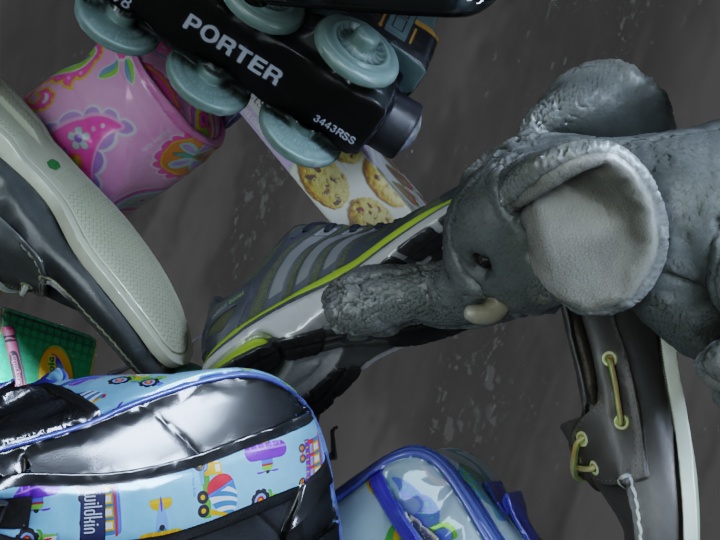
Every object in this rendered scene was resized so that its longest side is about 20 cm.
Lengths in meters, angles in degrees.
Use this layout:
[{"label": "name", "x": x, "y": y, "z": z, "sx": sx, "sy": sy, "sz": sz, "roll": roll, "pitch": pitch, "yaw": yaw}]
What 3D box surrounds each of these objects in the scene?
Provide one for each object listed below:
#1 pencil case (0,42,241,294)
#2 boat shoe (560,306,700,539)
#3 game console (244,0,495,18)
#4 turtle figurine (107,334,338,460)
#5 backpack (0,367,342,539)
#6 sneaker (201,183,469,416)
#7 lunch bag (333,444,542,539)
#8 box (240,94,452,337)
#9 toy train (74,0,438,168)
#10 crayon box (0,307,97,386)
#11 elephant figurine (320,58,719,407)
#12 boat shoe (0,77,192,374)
[{"label": "pencil case", "x": -0.166, "y": -0.054, "z": 1.257, "sx": 0.200, "sy": 0.087, "sz": 0.087, "roll": -34, "pitch": 75, "yaw": 18}, {"label": "boat shoe", "x": 0.125, "y": 0.069, "z": 1.120, "sx": 0.061, "sy": 0.072, "sz": 0.201, "roll": -4, "pitch": 77, "yaw": -2}, {"label": "game console", "x": 0.006, "y": -0.214, "z": 1.111, "sx": 0.176, "sy": 0.200, "sz": 0.116, "roll": 7, "pitch": 124, "yaw": 23}, {"label": "turtle figurine", "x": -0.108, "y": 0.110, "z": 1.215, "sx": 0.150, "sy": 0.101, "sz": 0.200, "roll": 34, "pitch": 106, "yaw": 22}, {"label": "backpack", "x": -0.114, "y": 0.127, "z": 1.085, "sx": 0.135, "sy": 0.200, "sz": 0.183, "roll": 16, "pitch": 121, "yaw": 55}, {"label": "sneaker", "x": 0.000, "y": 0.000, "z": 1.140, "sx": 0.200, "sy": 0.074, "sz": 0.081, "roll": -29, "pitch": 43, "yaw": 11}, {"label": "lunch bag", "x": 0.036, "y": 0.194, "z": 1.154, "sx": 0.161, "sy": 0.082, "sz": 0.200, "roll": -36, "pitch": 75, "yaw": 15}, {"label": "box", "x": -0.008, "y": -0.051, "z": 1.208, "sx": 0.041, "sy": 0.039, "sz": 0.200, "roll": -43, "pitch": 72, "yaw": 15}, {"label": "toy train", "x": -0.052, "y": -0.131, "z": 1.160, "sx": 0.200, "sy": 0.114, "sz": 0.085, "roll": 31, "pitch": 127, "yaw": -6}, {"label": "crayon box", "x": -0.199, "y": 0.132, "z": 1.208, "sx": 0.119, "sy": 0.058, "sz": 0.200, "roll": -28, "pitch": 48, "yaw": 56}, {"label": "elephant figurine", "x": 0.103, "y": -0.022, "z": 1.032, "sx": 0.200, "sy": 0.142, "sz": 0.155, "roll": 20, "pitch": 79, "yaw": -3}, {"label": "boat shoe", "x": -0.162, "y": -0.018, "z": 1.182, "sx": 0.068, "sy": 0.072, "sz": 0.200, "roll": -44, "pitch": 84, "yaw": 17}]
